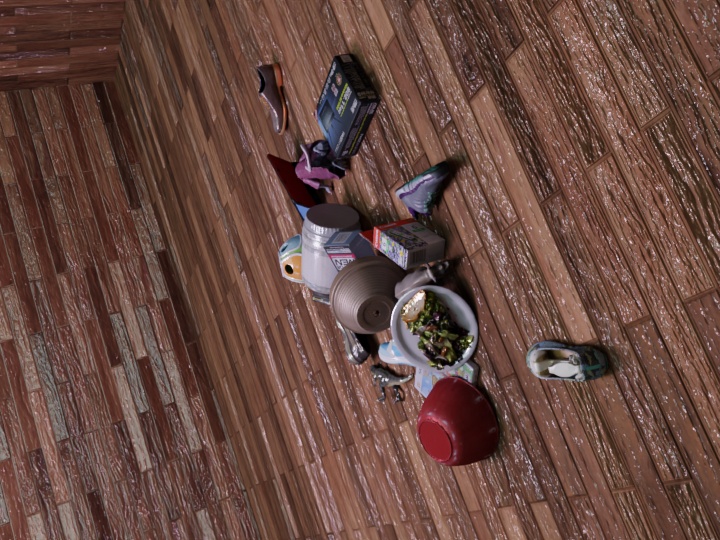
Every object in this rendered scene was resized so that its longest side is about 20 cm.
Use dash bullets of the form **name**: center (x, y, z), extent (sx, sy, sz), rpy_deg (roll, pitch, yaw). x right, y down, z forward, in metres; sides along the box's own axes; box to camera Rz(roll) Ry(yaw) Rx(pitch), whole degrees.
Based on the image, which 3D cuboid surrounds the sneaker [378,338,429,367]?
- **sneaker**: center (0.106, 0.150, 1.652), extent (0.197, 0.078, 0.135), rpy_deg (-3, 102, 52)

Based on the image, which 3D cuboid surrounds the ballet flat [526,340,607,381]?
- **ballet flat**: center (0.352, 0.167, 1.267), extent (0.199, 0.073, 0.076), rpy_deg (-18, 88, 62)

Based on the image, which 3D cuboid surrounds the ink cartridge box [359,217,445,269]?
- **ink cartridge box**: center (0.090, -0.076, 1.584), extent (0.199, 0.107, 0.052), rpy_deg (39, 135, 47)

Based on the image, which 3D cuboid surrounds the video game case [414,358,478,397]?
- **video game case**: center (0.195, 0.249, 1.630), extent (0.199, 0.022, 0.187), rpy_deg (40, 135, 47)

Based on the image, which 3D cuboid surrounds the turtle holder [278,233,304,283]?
- **turtle holder**: center (-0.172, -0.047, 2.019), extent (0.143, 0.128, 0.189), rpy_deg (84, 171, -51)

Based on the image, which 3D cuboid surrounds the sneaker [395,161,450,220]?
- **sneaker**: center (0.150, -0.168, 1.499), extent (0.089, 0.074, 0.199), rpy_deg (59, 159, -4)

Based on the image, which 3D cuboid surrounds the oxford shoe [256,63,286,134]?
- **oxford shoe**: center (-0.267, -0.503, 2.071), extent (0.071, 0.071, 0.206), rpy_deg (9, 110, 58)

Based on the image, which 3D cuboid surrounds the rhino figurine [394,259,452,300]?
- **rhino figurine**: center (0.143, 0.021, 1.555), extent (0.200, 0.086, 0.061), rpy_deg (-40, 70, 56)

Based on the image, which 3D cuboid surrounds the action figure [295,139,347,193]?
- **action figure**: center (-0.125, -0.266, 1.854), extent (0.198, 0.146, 0.138), rpy_deg (-11, 97, 54)

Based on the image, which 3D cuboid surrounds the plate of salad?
- **plate of salad**: center (0.157, 0.132, 1.519), extent (0.194, 0.048, 0.206), rpy_deg (6, 110, 16)

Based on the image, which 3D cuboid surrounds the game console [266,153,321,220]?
- **game console**: center (-0.198, -0.216, 2.031), extent (0.202, 0.116, 0.174), rpy_deg (59, 147, 29)

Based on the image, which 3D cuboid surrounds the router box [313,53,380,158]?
- **router box**: center (-0.037, -0.399, 1.718), extent (0.152, 0.061, 0.201), rpy_deg (61, 148, 23)

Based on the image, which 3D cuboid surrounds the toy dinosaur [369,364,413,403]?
- **toy dinosaur**: center (0.075, 0.302, 1.848), extent (0.198, 0.046, 0.091), rpy_deg (3, 99, 57)

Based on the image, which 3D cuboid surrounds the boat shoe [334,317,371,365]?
- **boat shoe**: center (-0.013, 0.155, 1.930), extent (0.073, 0.074, 0.205), rpy_deg (-31, 69, 34)

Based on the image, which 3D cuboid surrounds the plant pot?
- **plant pot**: center (0.029, 0.076, 1.651), extent (0.093, 0.195, 0.206), rpy_deg (-115, 24, -59)

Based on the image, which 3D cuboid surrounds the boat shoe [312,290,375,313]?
- **boat shoe**: center (-0.046, 0.092, 1.891), extent (0.198, 0.071, 0.062), rpy_deg (25, 92, 30)

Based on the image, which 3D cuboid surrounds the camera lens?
- **camera lens**: center (-0.078, -0.053, 1.843), extent (0.160, 0.157, 0.205), rpy_deg (41, 136, 45)

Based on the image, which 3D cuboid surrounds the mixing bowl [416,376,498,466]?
- **mixing bowl**: center (0.197, 0.351, 1.545), extent (0.197, 0.107, 0.206), rpy_deg (23, 124, 39)

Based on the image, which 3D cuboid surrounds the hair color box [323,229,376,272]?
- **hair color box**: center (0.000, 0.000, 1.728), extent (0.097, 0.061, 0.202), rpy_deg (0, 130, 46)
